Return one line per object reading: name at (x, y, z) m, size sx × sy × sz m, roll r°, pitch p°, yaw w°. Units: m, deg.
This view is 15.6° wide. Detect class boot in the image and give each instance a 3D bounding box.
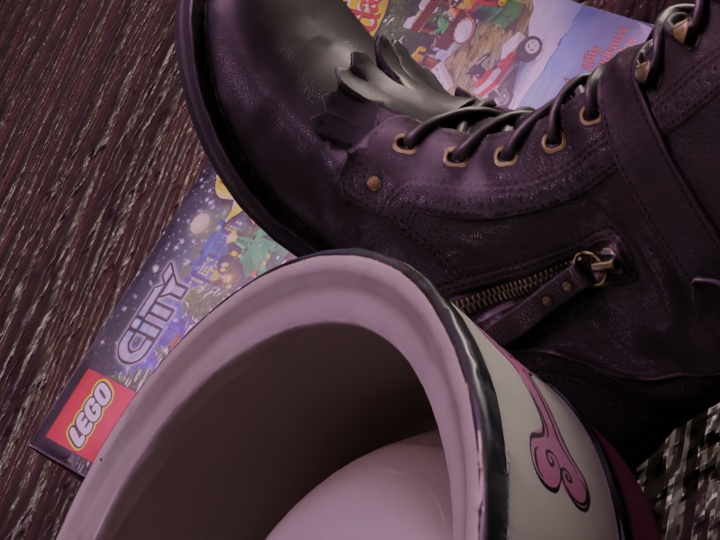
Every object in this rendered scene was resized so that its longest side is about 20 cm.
boot at (0.056, -0.036, 0.659) m, size 0.069 × 0.200 × 0.174 m, roll -36°, pitch -2°, yaw -43°

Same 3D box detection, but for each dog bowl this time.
dog bowl at (-0.007, 0.101, 0.631) m, size 0.200 × 0.074 × 0.200 m, roll -37°, pitch 41°, yaw 41°

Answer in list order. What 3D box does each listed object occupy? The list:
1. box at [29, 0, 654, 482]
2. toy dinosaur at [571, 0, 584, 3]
box at (0.000, 0.000, 0.814) m, size 0.136 × 0.038 × 0.200 m, roll 23°, pitch 77°, yaw 43°
toy dinosaur at (0.002, -0.025, 0.897) m, size 0.200 × 0.077 × 0.102 m, roll -56°, pitch 13°, yaw -21°
